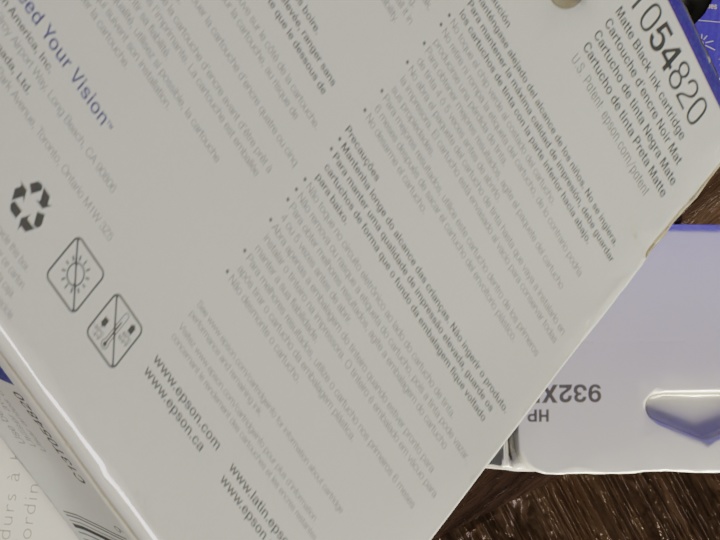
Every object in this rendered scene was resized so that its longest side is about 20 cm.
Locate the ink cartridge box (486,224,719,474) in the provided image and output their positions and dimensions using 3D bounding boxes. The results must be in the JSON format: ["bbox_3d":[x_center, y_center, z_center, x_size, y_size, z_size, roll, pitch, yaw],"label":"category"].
[{"bbox_3d":[0.082,0.028,1.006,0.144,0.084,0.200,0,178,-19],"label":"ink cartridge box"}]

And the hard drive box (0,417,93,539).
[{"bbox_3d":[-0.091,0.021,0.650,0.077,0.157,0.199,8,180,45],"label":"hard drive box"}]

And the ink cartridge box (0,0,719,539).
[{"bbox_3d":[-0.014,-0.035,0.629,0.040,0.200,0.200,13,-126,46],"label":"ink cartridge box"}]

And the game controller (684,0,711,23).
[{"bbox_3d":[-0.001,-0.076,0.755,0.199,0.042,0.104,-11,163,-1],"label":"game controller"}]

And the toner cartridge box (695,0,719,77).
[{"bbox_3d":[0.124,-0.081,0.870,0.199,0.043,0.095,4,-172,-13],"label":"toner cartridge box"}]

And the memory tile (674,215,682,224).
[{"bbox_3d":[0.024,-0.019,1.072,0.152,0.017,0.200,-1,177,-18],"label":"memory tile"}]
